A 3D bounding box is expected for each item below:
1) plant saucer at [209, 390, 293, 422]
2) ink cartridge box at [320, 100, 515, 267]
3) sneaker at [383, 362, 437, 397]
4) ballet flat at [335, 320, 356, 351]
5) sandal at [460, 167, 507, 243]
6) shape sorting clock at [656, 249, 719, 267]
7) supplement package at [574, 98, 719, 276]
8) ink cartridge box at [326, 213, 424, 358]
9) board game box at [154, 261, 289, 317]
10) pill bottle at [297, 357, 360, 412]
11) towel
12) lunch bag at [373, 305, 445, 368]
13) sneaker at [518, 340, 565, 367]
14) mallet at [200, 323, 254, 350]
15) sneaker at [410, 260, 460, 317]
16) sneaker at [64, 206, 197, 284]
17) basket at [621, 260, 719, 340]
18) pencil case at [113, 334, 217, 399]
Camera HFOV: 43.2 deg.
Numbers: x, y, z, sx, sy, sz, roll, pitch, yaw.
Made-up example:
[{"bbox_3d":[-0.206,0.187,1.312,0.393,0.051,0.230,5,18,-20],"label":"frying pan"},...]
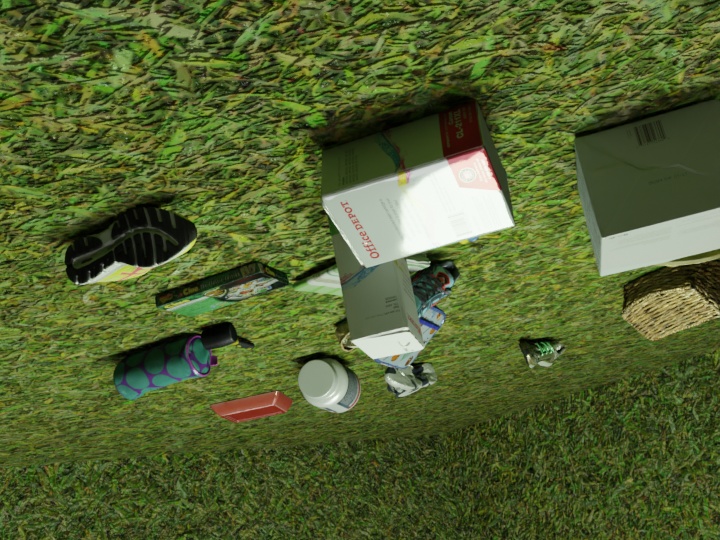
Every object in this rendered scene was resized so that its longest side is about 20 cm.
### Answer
[{"bbox_3d":[-0.302,0.390,2.566,0.198,0.037,0.200,-12,163,4],"label":"plant saucer"},{"bbox_3d":[0.068,-0.099,1.092,0.199,0.083,0.146,-15,140,16],"label":"ink cartridge box"},{"bbox_3d":[0.102,0.301,2.452,0.129,0.080,0.199,-34,163,33],"label":"sneaker"},{"bbox_3d":[0.014,0.117,1.842,0.070,0.066,0.200,0,159,-27],"label":"ballet flat"},{"bbox_3d":[0.160,-0.095,1.250,0.087,0.080,0.200,-16,164,4],"label":"sandal"},{"bbox_3d":[0.532,-0.041,1.558,0.199,0.039,0.200,-11,-162,4],"label":"shape sorting clock"},{"bbox_3d":[0.401,-0.105,1.237,0.190,0.148,0.200,-14,163,10],"label":"supplement package"},{"bbox_3d":[0.023,0.012,1.290,0.083,0.201,0.145,-14,162,10],"label":"ink cartridge box"},{"bbox_3d":[-0.228,0.034,1.506,0.199,0.024,0.105,-18,164,19],"label":"board game box"},{"bbox_3d":[-0.078,0.274,2.196,0.119,0.120,0.200,-14,163,10],"label":"pill bottle"},{"bbox_3d":[0.000,0.000,1.542,0.199,0.031,0.149,-23,157,40],"label":"towel"},{"bbox_3d":[0.084,0.109,1.766,0.160,0.076,0.200,-50,157,5],"label":"lunch bag"},{"bbox_3d":[0.492,0.210,2.450,0.088,0.077,0.200,-34,159,25],"label":"sneaker"},{"bbox_3d":[-0.263,0.144,1.818,0.065,0.041,0.200,-13,167,3],"label":"mallet"},{"bbox_3d":[0.110,0.027,1.561,0.095,0.079,0.200,-37,-179,31],"label":"sneaker"},{"bbox_3d":[-0.289,-0.032,1.195,0.199,0.079,0.090,-13,172,26],"label":"sneaker"},{"bbox_3d":[0.680,0.037,2.004,0.142,0.150,0.200,35,142,-20],"label":"basket"},{"bbox_3d":[-0.389,0.192,1.803,0.199,0.086,0.092,-19,145,25],"label":"pencil case"}]
